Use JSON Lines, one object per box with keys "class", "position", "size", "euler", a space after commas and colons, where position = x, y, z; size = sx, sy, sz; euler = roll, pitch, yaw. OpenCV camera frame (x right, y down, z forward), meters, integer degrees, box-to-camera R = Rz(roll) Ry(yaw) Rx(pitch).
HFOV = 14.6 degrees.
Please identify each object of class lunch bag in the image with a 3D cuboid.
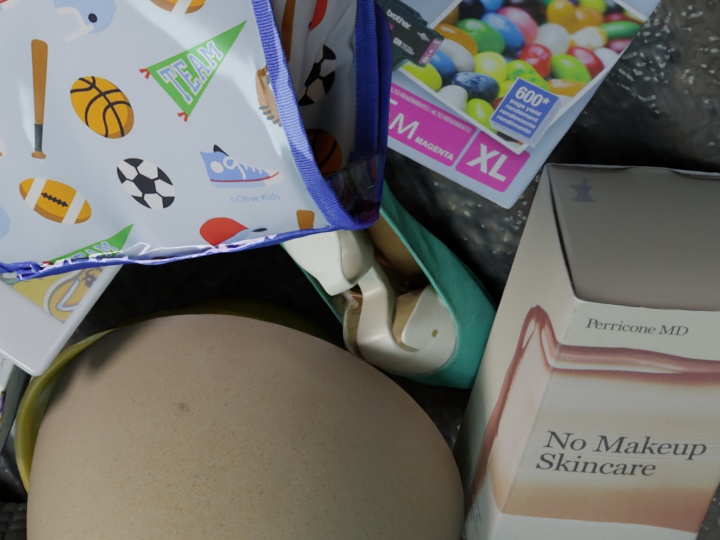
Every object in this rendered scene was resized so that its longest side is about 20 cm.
{"class": "lunch bag", "position": [-0.085, -0.101, 1.039], "size": [0.170, 0.124, 0.200], "euler": [-8, 99, 26]}

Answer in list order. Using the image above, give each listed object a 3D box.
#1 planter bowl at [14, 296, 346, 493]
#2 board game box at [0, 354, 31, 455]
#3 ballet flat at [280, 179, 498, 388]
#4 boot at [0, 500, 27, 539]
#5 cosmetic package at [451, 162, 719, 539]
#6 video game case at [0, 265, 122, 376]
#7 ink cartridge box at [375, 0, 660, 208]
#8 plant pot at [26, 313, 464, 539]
{"class": "planter bowl", "position": [-0.057, 0.074, 1.334], "size": [0.200, 0.084, 0.201], "euler": [8, 133, 9]}
{"class": "board game box", "position": [-0.241, -0.005, 1.287], "size": [0.200, 0.105, 0.103], "euler": [20, 157, -1]}
{"class": "ballet flat", "position": [0.000, 0.000, 1.260], "size": [0.067, 0.070, 0.200], "euler": [-19, 123, 30]}
{"class": "boot", "position": [-0.233, 0.152, 1.474], "size": [0.200, 0.068, 0.131], "euler": [31, 138, -9]}
{"class": "cosmetic package", "position": [0.111, 0.055, 1.247], "size": [0.103, 0.087, 0.200], "euler": [3, 134, -11]}
{"class": "video game case", "position": [-0.153, -0.084, 1.191], "size": [0.182, 0.023, 0.200], "euler": [35, 95, -15]}
{"class": "ink cartridge box", "position": [0.058, -0.123, 1.157], "size": [0.119, 0.042, 0.200], "euler": [27, 131, -8]}
{"class": "plant pot", "position": [-0.064, 0.138, 1.244], "size": [0.200, 0.135, 0.200], "euler": [8, 132, 9]}
